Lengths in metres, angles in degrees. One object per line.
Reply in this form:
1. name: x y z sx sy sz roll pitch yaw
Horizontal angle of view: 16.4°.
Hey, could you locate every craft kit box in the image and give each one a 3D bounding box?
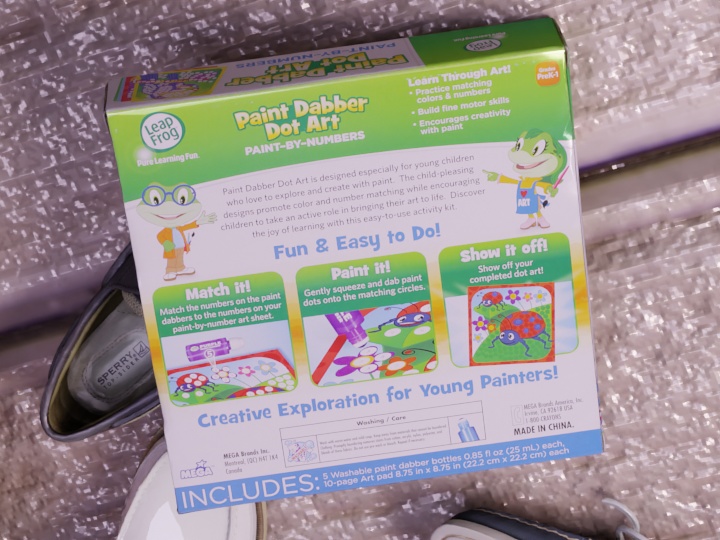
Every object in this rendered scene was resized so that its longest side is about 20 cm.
1. craft kit box: 0.000 0.000 1.097 0.199 0.049 0.199 -7 117 -1

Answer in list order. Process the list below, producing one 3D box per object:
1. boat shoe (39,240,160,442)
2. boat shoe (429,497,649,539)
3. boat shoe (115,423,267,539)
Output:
1. boat shoe: -0.082 0.013 1.154 0.072 0.066 0.201 41 121 -4
2. boat shoe: 0.128 0.158 1.156 0.199 0.062 0.075 22 137 17
3. boat shoe: -0.098 0.165 1.236 0.074 0.068 0.201 19 120 9
